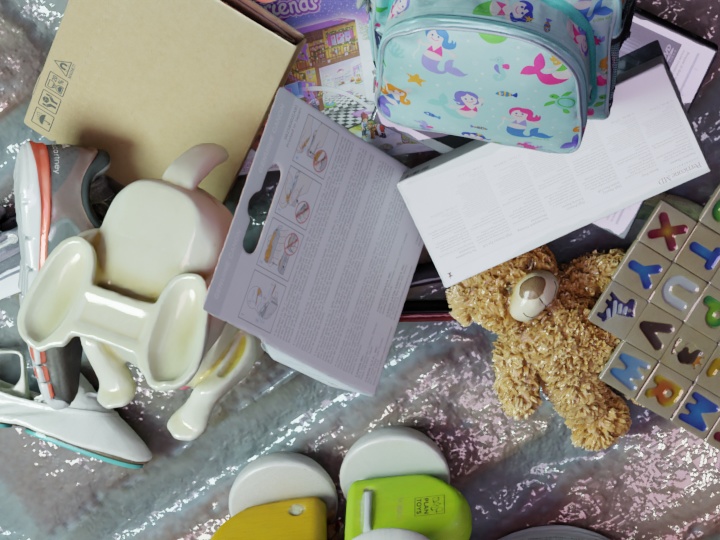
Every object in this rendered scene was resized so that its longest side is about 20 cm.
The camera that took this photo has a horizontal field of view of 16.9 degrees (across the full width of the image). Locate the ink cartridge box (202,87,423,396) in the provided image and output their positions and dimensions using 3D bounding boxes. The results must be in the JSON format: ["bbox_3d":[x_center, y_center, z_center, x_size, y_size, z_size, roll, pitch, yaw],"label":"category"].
[{"bbox_3d":[-0.036,-0.019,1.668,0.057,0.200,0.163,10,77,43],"label":"ink cartridge box"}]

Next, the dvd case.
[{"bbox_3d":[0.127,-0.131,1.691,0.199,0.025,0.151,24,106,-2],"label":"dvd case"}]

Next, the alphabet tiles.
[{"bbox_3d":[0.266,0.038,1.747,0.200,0.006,0.167,30,96,-21],"label":"alphabet tiles"}]

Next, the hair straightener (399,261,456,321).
[{"bbox_3d":[0.000,0.000,1.790,0.199,0.041,0.077,-1,105,11],"label":"hair straightener"}]

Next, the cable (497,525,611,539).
[{"bbox_3d":[0.150,0.293,1.851,0.200,0.069,0.200,41,107,-7],"label":"cable"}]

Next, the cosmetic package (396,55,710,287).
[{"bbox_3d":[0.133,-0.068,1.668,0.199,0.051,0.083,-23,98,11],"label":"cosmetic package"}]

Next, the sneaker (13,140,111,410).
[{"bbox_3d":[-0.201,0.005,1.734,0.081,0.077,0.201,-5,111,-13],"label":"sneaker"}]

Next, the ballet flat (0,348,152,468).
[{"bbox_3d":[-0.249,0.096,1.835,0.199,0.069,0.070,14,109,2],"label":"ballet flat"}]

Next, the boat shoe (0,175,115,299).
[{"bbox_3d":[-0.270,-0.017,1.790,0.199,0.072,0.068,-18,108,9],"label":"boat shoe"}]

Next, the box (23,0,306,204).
[{"bbox_3d":[-0.142,-0.134,1.713,0.163,0.021,0.200,32,133,3],"label":"box"}]

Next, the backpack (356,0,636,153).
[{"bbox_3d":[0.088,-0.177,1.549,0.177,0.151,0.200,11,146,6],"label":"backpack"}]

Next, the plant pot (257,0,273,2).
[{"bbox_3d":[-0.083,-0.289,1.628,0.200,0.201,0.177,-42,111,17],"label":"plant pot"}]

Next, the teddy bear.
[{"bbox_3d":[0.151,0.050,1.754,0.144,0.067,0.201,-23,119,5],"label":"teddy bear"}]

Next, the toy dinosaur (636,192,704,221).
[{"bbox_3d":[0.183,-0.067,1.743,0.199,0.048,0.089,9,113,0],"label":"toy dinosaur"}]

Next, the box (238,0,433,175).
[{"bbox_3d":[-0.006,-0.149,1.735,0.199,0.039,0.138,-6,108,8],"label":"box"}]

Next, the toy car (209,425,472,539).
[{"bbox_3d":[-0.007,0.222,1.795,0.199,0.175,0.150,-14,122,10],"label":"toy car"}]

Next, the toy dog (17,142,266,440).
[{"bbox_3d":[-0.128,0.018,1.703,0.139,0.200,0.195,7,76,19],"label":"toy dog"}]
